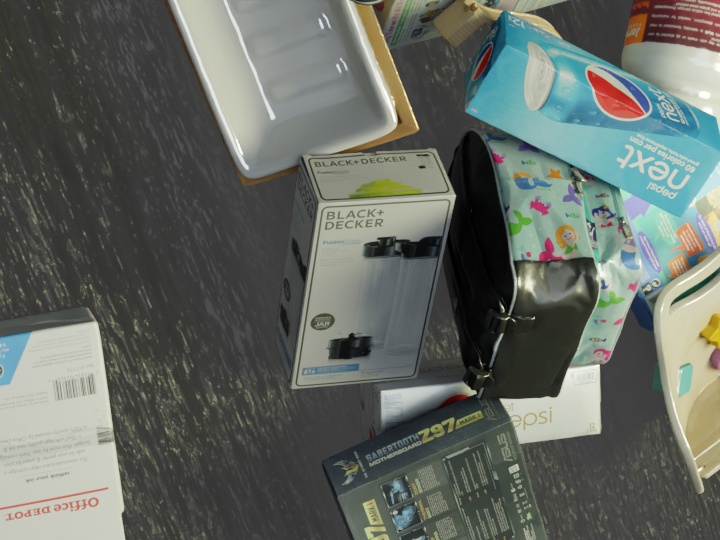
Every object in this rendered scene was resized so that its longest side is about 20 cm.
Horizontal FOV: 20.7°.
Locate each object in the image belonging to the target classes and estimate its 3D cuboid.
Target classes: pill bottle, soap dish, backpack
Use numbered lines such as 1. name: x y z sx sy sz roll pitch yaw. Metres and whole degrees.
1. pill bottle: 0.278 -0.205 1.635 0.109 0.109 0.202 15 84 -18
2. soap dish: -0.057 -0.183 1.546 0.156 0.081 0.201 -17 107 18
3. backpack: 0.136 -0.017 1.592 0.149 0.201 0.178 -6 142 -16

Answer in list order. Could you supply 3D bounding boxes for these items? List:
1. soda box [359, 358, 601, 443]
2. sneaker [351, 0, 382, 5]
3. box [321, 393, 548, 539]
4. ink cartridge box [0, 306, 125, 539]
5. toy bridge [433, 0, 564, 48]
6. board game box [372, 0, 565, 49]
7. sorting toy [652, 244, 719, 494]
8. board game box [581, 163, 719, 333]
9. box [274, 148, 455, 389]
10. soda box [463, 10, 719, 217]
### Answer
1. soda box: 0.102 0.112 1.675 0.198 0.068 0.064 -5 104 -15
2. sneaker: -0.001 -0.297 1.430 0.070 0.082 0.202 -10 93 4
3. box: 0.069 0.209 1.646 0.157 0.051 0.201 -24 129 -5
4. ink cartridge box: -0.257 0.140 1.575 0.115 0.068 0.202 -9 102 -14
5. toy bridge: 0.134 -0.171 1.598 0.067 0.027 0.200 -39 141 11
6. board game box: 0.104 -0.250 1.567 0.199 0.148 0.065 -17 77 -13
7. sorting toy: 0.317 0.055 1.677 0.199 0.107 0.181 -35 132 -9
8. board game box: 0.300 -0.062 1.716 0.199 0.045 0.153 -31 106 -8
9. box: 0.000 0.000 1.581 0.116 0.060 0.201 -3 132 -16
10. soda box: 0.182 -0.122 1.540 0.199 0.064 0.068 25 120 -13
